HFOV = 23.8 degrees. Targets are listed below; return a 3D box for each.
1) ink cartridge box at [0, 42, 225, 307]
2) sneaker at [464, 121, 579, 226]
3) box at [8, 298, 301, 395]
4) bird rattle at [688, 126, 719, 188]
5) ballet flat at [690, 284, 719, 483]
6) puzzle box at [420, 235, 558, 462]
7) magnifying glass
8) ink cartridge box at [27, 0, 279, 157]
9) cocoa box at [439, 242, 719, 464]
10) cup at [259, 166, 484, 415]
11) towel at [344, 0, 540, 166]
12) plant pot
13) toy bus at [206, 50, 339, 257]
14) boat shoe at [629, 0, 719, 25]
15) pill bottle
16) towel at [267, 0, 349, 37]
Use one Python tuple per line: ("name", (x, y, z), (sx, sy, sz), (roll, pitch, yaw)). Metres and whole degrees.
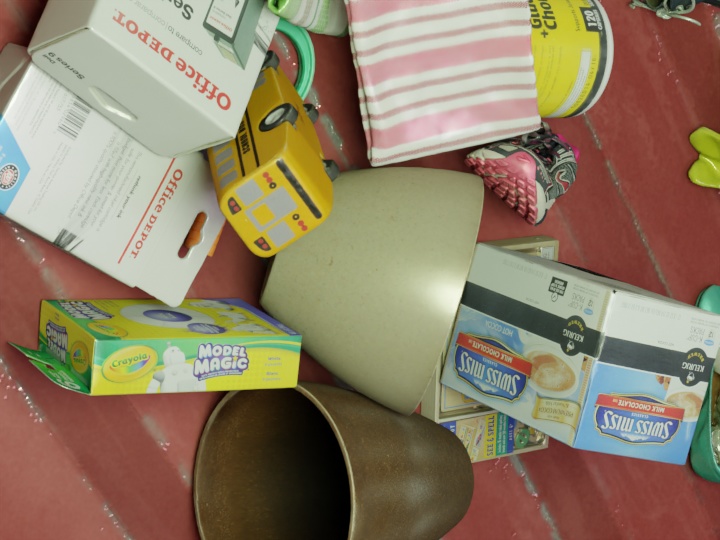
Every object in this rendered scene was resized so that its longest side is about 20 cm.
("ink cartridge box", (-0.200, -0.068, 1.279), (0.199, 0.068, 0.117), (33, 83, -33))
("sneaker", (0.140, -0.089, 1.429), (0.081, 0.200, 0.075), (42, 98, 5))
("box", (-0.159, 0.056, 1.306), (0.198, 0.117, 0.049), (-2, 105, -31))
("bird rattle", (0.413, -0.145, 1.636), (0.199, 0.112, 0.165), (-12, 92, -33))
("ballet flat", (0.366, 0.116, 1.682), (0.067, 0.070, 0.202), (-8, 106, -30))
("puzzle box", (0.116, 0.072, 1.540), (0.132, 0.025, 0.202), (-7, 106, -30))
("magnifying glass", (-0.094, -0.109, 1.366), (0.079, 0.022, 0.201), (22, 90, -34))
("ink cartridge box", (-0.133, -0.206, 1.241), (0.146, 0.084, 0.201), (35, 60, -34))
("cocoa box", (0.184, 0.069, 1.446), (0.133, 0.200, 0.132), (12, 96, -33))
("cup", (0.000, 0.000, 1.368), (0.142, 0.200, 0.202), (17, 93, -6))
("towel", (0.064, -0.180, 1.316), (0.145, 0.030, 0.201), (-13, 120, -8))
("plant pot", (-0.003, 0.178, 1.415), (0.199, 0.186, 0.189), (0, 102, -46))
("toy bus", (-0.070, -0.092, 1.265), (0.078, 0.200, 0.065), (-34, 118, 8))
("boat shoe", (0.269, -0.260, 1.527), (0.199, 0.075, 0.062), (16, 91, -33))
("pill bottle", (0.104, -0.184, 1.418), (0.199, 0.112, 0.113), (-3, 103, -32))
("towel", (-0.020, -0.255, 1.294), (0.030, 0.200, 0.151), (12, 96, 10))
